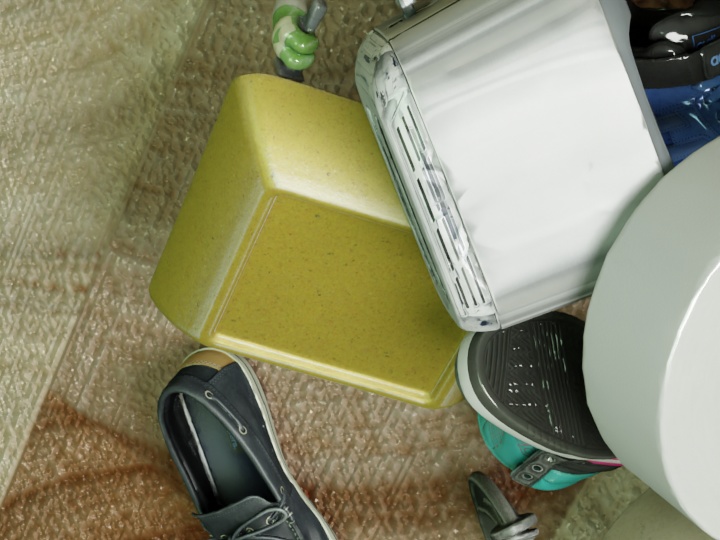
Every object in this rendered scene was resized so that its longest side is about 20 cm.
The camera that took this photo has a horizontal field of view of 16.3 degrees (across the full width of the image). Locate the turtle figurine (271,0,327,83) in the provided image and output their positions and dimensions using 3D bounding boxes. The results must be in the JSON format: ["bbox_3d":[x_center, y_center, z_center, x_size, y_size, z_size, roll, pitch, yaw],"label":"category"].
[{"bbox_3d":[0.031,-0.139,1.301,0.143,0.194,0.201,13,76,-13],"label":"turtle figurine"}]

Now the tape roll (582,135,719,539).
[{"bbox_3d":[0.206,0.032,1.187,0.071,0.202,0.203,39,127,53],"label":"tape roll"}]

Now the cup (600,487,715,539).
[{"bbox_3d":[0.197,0.184,1.298,0.143,0.200,0.201,40,122,34],"label":"cup"}]

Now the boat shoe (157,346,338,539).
[{"bbox_3d":[-0.067,0.144,1.505,0.074,0.062,0.201,-20,95,32],"label":"boat shoe"}]

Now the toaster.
[{"bbox_3d":[0.081,-0.057,1.213,0.129,0.114,0.201,-22,105,-1],"label":"toaster"}]

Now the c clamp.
[{"bbox_3d":[0.109,0.200,1.377,0.027,0.171,0.201,-25,86,-3],"label":"c clamp"}]

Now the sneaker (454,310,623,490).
[{"bbox_3d":[0.096,0.067,1.322,0.121,0.200,0.084,-13,70,46],"label":"sneaker"}]

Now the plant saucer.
[{"bbox_3d":[0.000,0.000,1.339,0.199,0.049,0.200,17,139,-9],"label":"plant saucer"}]

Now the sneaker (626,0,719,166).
[{"bbox_3d":[0.187,-0.078,1.275,0.199,0.077,0.112,23,125,30],"label":"sneaker"}]
